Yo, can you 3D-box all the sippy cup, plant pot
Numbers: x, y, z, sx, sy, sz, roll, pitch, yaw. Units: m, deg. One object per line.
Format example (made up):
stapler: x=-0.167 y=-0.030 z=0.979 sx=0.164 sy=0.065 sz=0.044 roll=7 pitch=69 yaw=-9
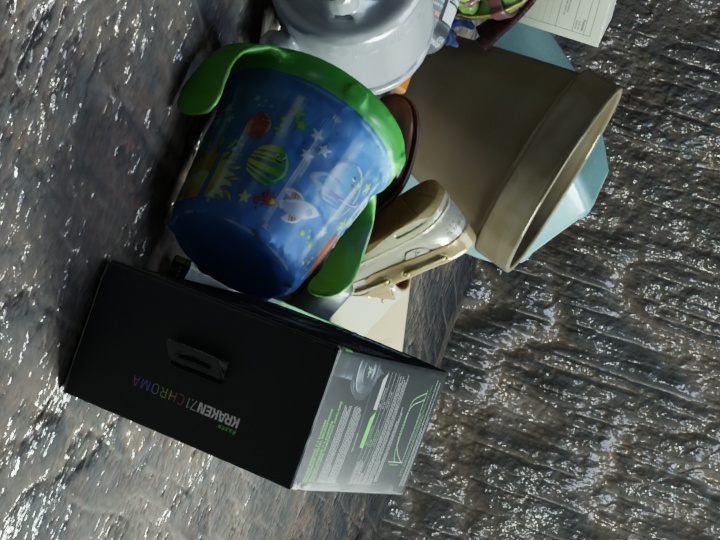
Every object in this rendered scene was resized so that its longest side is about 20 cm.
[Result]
sippy cup: x=-0.058 y=-0.057 z=1.202 sx=0.130 sy=0.178 sz=0.140 roll=-60 pitch=-168 yaw=-28
plant pot: x=0.119 y=-0.128 z=1.667 sx=0.200 sy=0.173 sz=0.200 roll=-55 pitch=172 yaw=-12
plant pot: x=0.146 y=-0.124 z=1.862 sx=0.196 sy=0.200 sz=0.196 roll=-38 pitch=-172 yaw=29

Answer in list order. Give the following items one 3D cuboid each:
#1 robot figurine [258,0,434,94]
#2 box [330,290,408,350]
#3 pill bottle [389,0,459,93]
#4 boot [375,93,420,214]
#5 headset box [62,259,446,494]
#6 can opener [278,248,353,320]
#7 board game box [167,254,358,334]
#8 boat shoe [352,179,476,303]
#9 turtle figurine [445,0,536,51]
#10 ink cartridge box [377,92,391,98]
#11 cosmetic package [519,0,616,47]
robot figurine: x=-0.005 y=-0.193 z=1.288 sx=0.169 sy=0.113 sz=0.200 roll=-35 pitch=166 yaw=-4
box: x=0.000 y=0.000 z=1.715 sx=0.200 sy=0.078 sz=0.095 roll=95 pitch=-15 yaw=-62
pill bottle: x=0.036 y=-0.247 z=1.457 sx=0.106 sy=0.106 sz=0.200 roll=30 pitch=79 yaw=-81
boot: x=-0.029 y=-0.100 z=1.393 sx=0.187 sy=0.064 sz=0.200 roll=-63 pitch=154 yaw=-15
headset box: x=-0.067 y=0.071 z=1.156 sx=0.200 sy=0.174 sz=0.093 roll=18 pitch=92 yaw=-65
can opener: x=-0.063 y=0.063 z=1.446 sx=0.200 sy=0.067 sz=0.053 roll=-48 pitch=-134 yaw=30
board game box: x=-0.084 y=0.066 z=1.322 sx=0.200 sy=0.023 sz=0.105 roll=27 pitch=82 yaw=-50
boat shoe: x=0.016 y=-0.006 z=1.502 sx=0.200 sy=0.069 sz=0.074 roll=-26 pitch=-152 yaw=47
turtle figurine: x=0.129 y=-0.294 z=1.562 sx=0.144 sy=0.193 sz=0.201 roll=-16 pitch=104 yaw=-67
ink cartridge box: x=0.035 y=-0.219 z=1.726 sx=0.200 sy=0.043 sz=0.174 roll=-58 pitch=164 yaw=-53
cosmetic package: x=0.163 y=-0.310 z=1.805 sx=0.073 sy=0.200 sz=0.104 roll=-61 pitch=167 yaw=-53
